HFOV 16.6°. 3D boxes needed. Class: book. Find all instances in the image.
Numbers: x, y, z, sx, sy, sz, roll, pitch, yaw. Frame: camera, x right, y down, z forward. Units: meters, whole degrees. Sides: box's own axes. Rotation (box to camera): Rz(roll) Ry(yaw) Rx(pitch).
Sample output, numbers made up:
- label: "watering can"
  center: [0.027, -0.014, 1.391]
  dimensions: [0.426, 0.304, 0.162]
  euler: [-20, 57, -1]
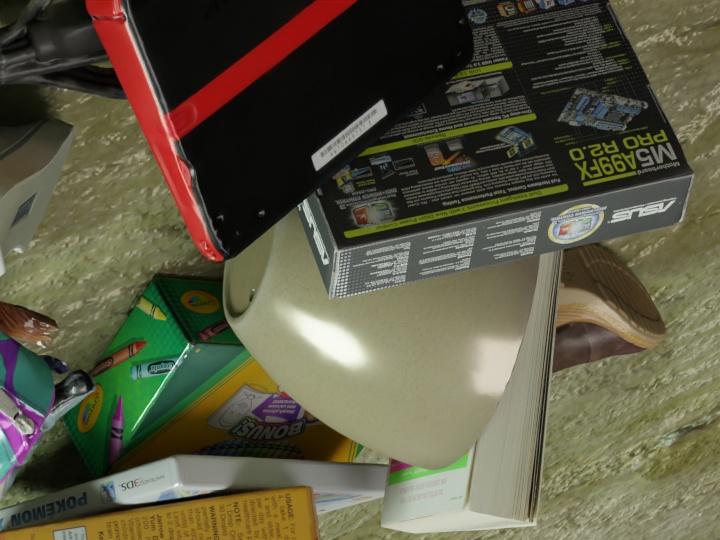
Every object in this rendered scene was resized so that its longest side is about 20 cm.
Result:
- label: "book"
  center: [0.062, 0.048, 1.436]
  dimensions: [0.048, 0.202, 0.133]
  euler: [14, 167, -24]

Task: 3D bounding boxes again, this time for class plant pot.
- label: "plant pot"
  center: [0.000, 0.000, 1.382]
  dimensions: [0.133, 0.201, 0.201]
  euler: [13, 128, -19]

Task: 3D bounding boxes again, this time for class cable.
- label: "cable"
  center: [-0.163, -0.115, 1.203]
  dimensions: [0.198, 0.051, 0.097]
  euler: [-16, 142, -9]

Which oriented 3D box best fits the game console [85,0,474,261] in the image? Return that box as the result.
- label: "game console"
  center: [-0.036, -0.128, 1.209]
  dimensions: [0.200, 0.031, 0.178]
  euler: [-40, 127, -27]

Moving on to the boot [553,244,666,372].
- label: "boot"
  center: [0.096, 0.052, 1.639]
  dimensions: [0.166, 0.073, 0.199]
  euler: [-38, 150, 26]

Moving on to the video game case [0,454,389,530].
- label: "video game case"
  center: [-0.108, 0.144, 1.498]
  dimensions: [0.181, 0.022, 0.199]
  euler: [-19, 163, 36]

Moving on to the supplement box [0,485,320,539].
- label: "supplement box"
  center: [-0.120, 0.171, 1.414]
  dimensions: [0.198, 0.069, 0.067]
  euler: [-10, 168, -3]

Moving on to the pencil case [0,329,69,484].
- label: "pencil case"
  center: [-0.233, 0.024, 1.224]
  dimensions: [0.200, 0.092, 0.085]
  euler: [49, 64, -39]

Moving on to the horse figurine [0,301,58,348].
- label: "horse figurine"
  center: [-0.263, 0.068, 1.334]
  dimensions: [0.200, 0.050, 0.132]
  euler: [-39, 153, 9]

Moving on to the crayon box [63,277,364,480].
- label: "crayon box"
  center: [-0.068, 0.070, 1.501]
  dimensions: [0.199, 0.058, 0.119]
  euler: [4, 131, -44]

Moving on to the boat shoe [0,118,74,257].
- label: "boat shoe"
  center: [-0.190, -0.046, 1.201]
  dimensions: [0.201, 0.071, 0.070]
  euler: [-65, 179, -78]

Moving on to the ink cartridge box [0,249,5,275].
- label: "ink cartridge box"
  center: [-0.232, -0.089, 1.027]
  dimensions: [0.083, 0.200, 0.147]
  euler: [-25, 146, -15]

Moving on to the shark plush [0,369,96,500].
- label: "shark plush"
  center: [-0.234, 0.115, 1.375]
  dimensions: [0.200, 0.091, 0.083]
  euler: [-53, -179, 14]

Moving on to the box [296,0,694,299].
- label: "box"
  center: [0.055, -0.079, 1.303]
  dimensions: [0.198, 0.161, 0.044]
  euler: [-13, 147, -14]
